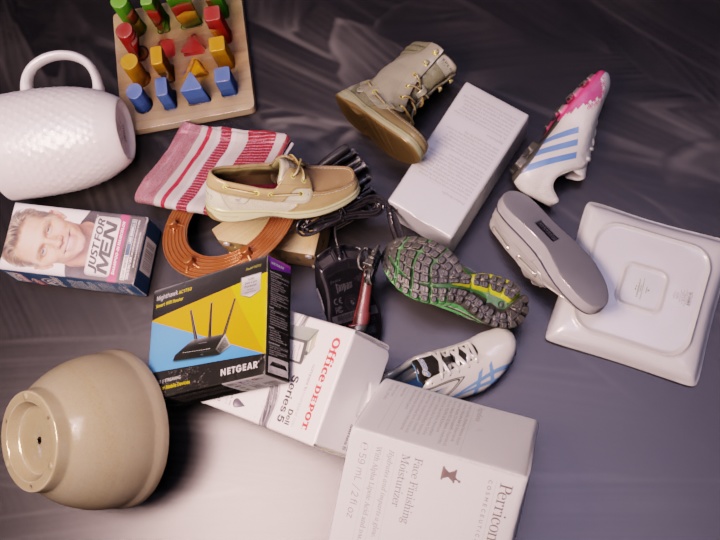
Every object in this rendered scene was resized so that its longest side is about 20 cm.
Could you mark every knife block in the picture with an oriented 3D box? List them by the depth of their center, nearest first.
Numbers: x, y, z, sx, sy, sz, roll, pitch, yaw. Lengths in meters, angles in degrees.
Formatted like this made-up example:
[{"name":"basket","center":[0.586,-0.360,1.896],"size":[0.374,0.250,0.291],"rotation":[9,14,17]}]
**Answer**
[{"name":"knife block","center":[-0.085,-0.099,1.316],"size":[0.198,0.064,0.177],"rotation":[9,74,10]}]

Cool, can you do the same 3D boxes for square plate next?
[{"name":"square plate","center":[0.361,0.024,1.241],"size":[0.197,0.028,0.201],"rotation":[17,77,12]}]

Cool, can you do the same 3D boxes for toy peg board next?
[{"name":"toy peg board","center":[-0.267,-0.319,1.387],"size":[0.198,0.098,0.201],"rotation":[-10,72,5]}]

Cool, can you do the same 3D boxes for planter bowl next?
[{"name":"planter bowl","center":[-0.349,0.201,1.177],"size":[0.199,0.134,0.202],"rotation":[-1,89,38]}]

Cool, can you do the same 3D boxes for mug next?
[{"name":"mug","center":[-0.414,-0.208,1.341],"size":[0.174,0.148,0.202],"rotation":[-8,84,3]}]

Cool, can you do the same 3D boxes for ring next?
[{"name":"ring","center":[-0.176,-0.074,1.277],"size":[0.199,0.019,0.201],"rotation":[-14,50,17]}]

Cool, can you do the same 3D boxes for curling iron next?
[{"name":"curling iron","center":[-0.004,0.065,1.228],"size":[0.025,0.050,0.202],"rotation":[13,96,17]}]

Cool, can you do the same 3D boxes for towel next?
[{"name":"towel","center":[-0.202,-0.138,1.313],"size":[0.199,0.023,0.145],"rotation":[11,61,32]}]

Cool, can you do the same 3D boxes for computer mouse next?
[{"name":"computer mouse","center":[0.000,0.000,1.270],"size":[0.140,0.046,0.201],"rotation":[-21,99,-17]}]

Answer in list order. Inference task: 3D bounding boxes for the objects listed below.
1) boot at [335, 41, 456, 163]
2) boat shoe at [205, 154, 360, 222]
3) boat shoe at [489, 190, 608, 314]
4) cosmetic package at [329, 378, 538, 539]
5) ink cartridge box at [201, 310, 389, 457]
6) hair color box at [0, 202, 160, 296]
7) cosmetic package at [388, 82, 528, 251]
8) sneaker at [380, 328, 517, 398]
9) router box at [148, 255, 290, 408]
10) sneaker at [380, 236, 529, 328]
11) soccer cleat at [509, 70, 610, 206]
[{"name":"boot","center":[0.071,-0.234,1.303],"size":[0.154,0.072,0.200],"rotation":[-37,40,-7]},{"name":"boat shoe","center":[-0.096,-0.108,1.208],"size":[0.199,0.067,0.074],"rotation":[-10,42,-13]},{"name":"boat shoe","center":[0.237,-0.013,1.243],"size":[0.072,0.066,0.200],"rotation":[-22,61,-38]},{"name":"cosmetic package","center":[0.088,0.249,1.110],"size":[0.199,0.165,0.166],"rotation":[14,106,12]},{"name":"ink cartridge box","center":[-0.082,0.129,1.192],"size":[0.199,0.084,0.146],"rotation":[13,79,38]},{"name":"hair color box","center":[-0.388,-0.029,1.336],"size":[0.198,0.061,0.101],"rotation":[6,74,10]},{"name":"cosmetic package","center":[0.133,-0.138,1.295],"size":[0.101,0.071,0.201],"rotation":[31,79,14]},{"name":"sneaker","center":[0.107,0.127,1.216],"size":[0.199,0.073,0.072],"rotation":[-26,57,-1]},{"name":"router box","center":[-0.176,0.079,1.190],"size":[0.199,0.051,0.150],"rotation":[-16,63,33]},{"name":"sneaker","center":[0.115,0.024,1.239],"size":[0.199,0.085,0.078],"rotation":[28,82,5]},{"name":"soccer cleat","center":[0.285,-0.174,1.297],"size":[0.086,0.070,0.200],"rotation":[39,84,0]}]
